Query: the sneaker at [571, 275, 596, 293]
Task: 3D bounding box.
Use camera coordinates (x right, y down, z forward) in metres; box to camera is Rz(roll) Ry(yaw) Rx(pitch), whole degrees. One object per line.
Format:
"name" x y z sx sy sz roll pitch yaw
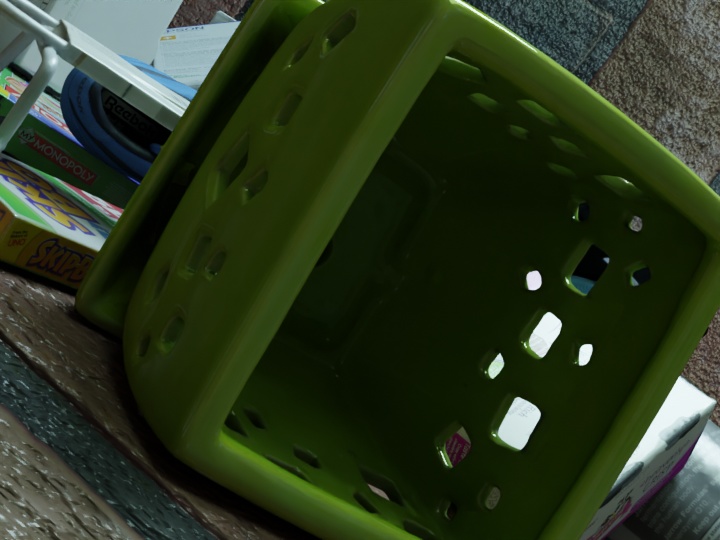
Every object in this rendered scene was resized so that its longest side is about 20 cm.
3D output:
"sneaker" 0.123 0.057 1.172 0.199 0.080 0.130 1 -17 25

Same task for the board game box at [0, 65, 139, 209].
"board game box" -0.180 -0.077 1.025 0.200 0.029 0.135 35 5 -17

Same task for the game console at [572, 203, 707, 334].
"game console" 0.124 -0.007 1.150 0.176 0.031 0.200 -1 -28 39

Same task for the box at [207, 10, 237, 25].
"box" -0.048 -0.093 1.445 0.200 0.131 0.199 40 6 34

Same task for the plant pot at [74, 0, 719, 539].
"plant pot" 0.008 0.000 0.716 0.199 0.201 0.181 32 -1 -34

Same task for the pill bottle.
"pill bottle" 0.170 0.130 1.004 0.200 0.114 0.114 39 6 26

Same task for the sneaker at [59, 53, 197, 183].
"sneaker" -0.079 -0.058 0.953 0.199 0.066 0.078 28 -2 -20

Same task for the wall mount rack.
"wall mount rack" -0.127 -0.069 0.840 0.199 0.075 0.174 34 6 -21

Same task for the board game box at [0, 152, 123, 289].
"board game box" -0.145 -0.021 0.794 0.095 0.030 0.200 39 8 30

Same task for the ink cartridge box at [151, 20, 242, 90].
"ink cartridge box" -0.063 -0.157 1.298 0.195 0.044 0.200 -6 19 -6

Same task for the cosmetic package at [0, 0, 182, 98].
"cosmetic package" -0.217 -0.184 1.146 0.085 0.108 0.200 32 -5 -39

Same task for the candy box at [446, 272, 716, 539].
"candy box" 0.075 0.062 0.924 0.200 0.061 0.136 38 45 24
